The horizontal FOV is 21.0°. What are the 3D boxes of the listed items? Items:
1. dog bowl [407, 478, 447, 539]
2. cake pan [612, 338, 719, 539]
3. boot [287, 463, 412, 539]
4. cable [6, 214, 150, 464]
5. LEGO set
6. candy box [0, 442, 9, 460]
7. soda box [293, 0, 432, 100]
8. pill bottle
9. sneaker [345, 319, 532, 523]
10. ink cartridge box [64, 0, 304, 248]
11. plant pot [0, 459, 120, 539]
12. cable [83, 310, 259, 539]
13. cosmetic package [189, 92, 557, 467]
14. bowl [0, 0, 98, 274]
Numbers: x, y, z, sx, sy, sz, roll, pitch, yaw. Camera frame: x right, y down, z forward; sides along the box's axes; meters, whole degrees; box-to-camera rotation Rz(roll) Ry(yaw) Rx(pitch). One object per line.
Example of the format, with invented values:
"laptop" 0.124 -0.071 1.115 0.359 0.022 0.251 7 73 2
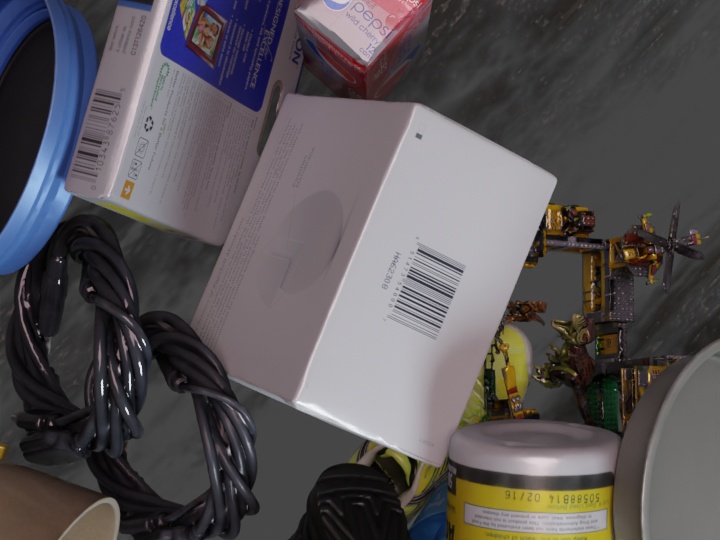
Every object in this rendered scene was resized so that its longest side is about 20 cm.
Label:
"dog bowl" 0.122 0.206 1.311 0.199 0.112 0.050 31 42 -9
"cake pan" 0.222 0.139 1.197 0.037 0.199 0.203 0 90 45
"boot" -0.014 0.247 1.239 0.079 0.158 0.212 11 46 -21
"cable" -0.184 0.044 1.295 0.050 0.200 0.165 7 75 -28
"LEGO set" 0.157 0.044 1.304 0.152 0.116 0.202 12 78 -27
"candy box" -0.326 0.203 1.362 0.101 0.026 0.202 18 86 -2
"soda box" 0.003 -0.160 1.301 0.063 0.200 0.070 41 87 3
"pill bottle" 0.106 0.199 1.196 0.110 0.111 0.202 1 95 1
"sneaker" 0.051 0.118 1.340 0.075 0.076 0.200 39 84 5
"ink cartridge box" -0.108 -0.124 1.314 0.047 0.200 0.200 12 84 23
"plant pot" -0.290 0.188 1.275 0.199 0.187 0.189 27 86 10
"cable" -0.125 0.107 1.301 0.050 0.200 0.165 -4 73 -33
"cosmetic package" 0.000 0.000 1.277 0.122 0.200 0.201 25 86 -28
"bowl" -0.238 -0.093 1.313 0.039 0.200 0.203 15 85 -34
